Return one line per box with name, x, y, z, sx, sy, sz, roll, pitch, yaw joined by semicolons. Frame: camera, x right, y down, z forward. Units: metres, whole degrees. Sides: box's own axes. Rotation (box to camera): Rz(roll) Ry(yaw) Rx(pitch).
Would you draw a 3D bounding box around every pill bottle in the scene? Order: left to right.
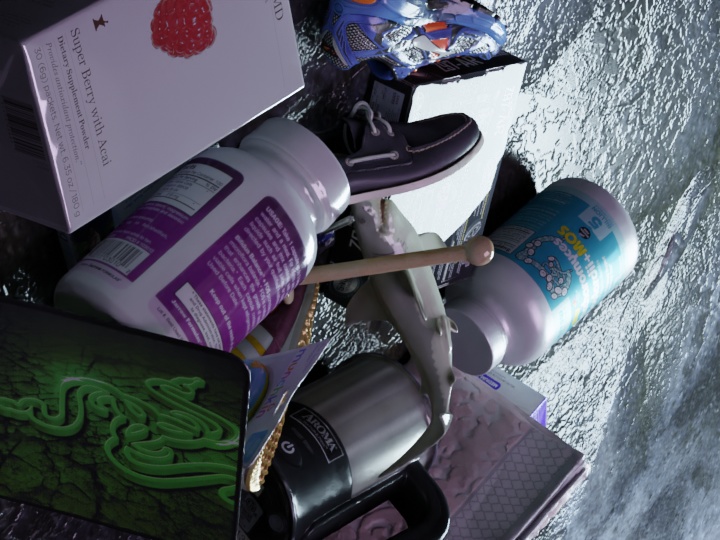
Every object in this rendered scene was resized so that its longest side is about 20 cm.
pill bottle;-0.100;-0.010;1.321;0.200;0.112;0.113;-44;145;-27
pill bottle;0.150;0.010;1.757;0.200;0.110;0.111;-39;143;-34

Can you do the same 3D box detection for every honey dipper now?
honey dipper;0.000;0.000;1.457;0.038;0.198;0.038;-7;90;-83

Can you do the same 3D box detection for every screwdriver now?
screwdriver;-0.021;-0.033;1.440;0.029;0.028;0.200;-62;-173;-12

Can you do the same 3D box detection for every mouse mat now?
mouse mat;-0.169;0.099;1.270;0.008;0.198;0.162;-62;161;-57

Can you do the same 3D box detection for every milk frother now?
milk frother;-0.050;0.193;1.601;0.188;0.181;0.200;-23;173;-46

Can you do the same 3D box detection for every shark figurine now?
shark figurine;0.027;0.047;1.535;0.128;0.089;0.216;4;70;-67

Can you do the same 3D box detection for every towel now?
towel;0.066;0.179;1.685;0.200;0.190;0.032;-46;155;-25

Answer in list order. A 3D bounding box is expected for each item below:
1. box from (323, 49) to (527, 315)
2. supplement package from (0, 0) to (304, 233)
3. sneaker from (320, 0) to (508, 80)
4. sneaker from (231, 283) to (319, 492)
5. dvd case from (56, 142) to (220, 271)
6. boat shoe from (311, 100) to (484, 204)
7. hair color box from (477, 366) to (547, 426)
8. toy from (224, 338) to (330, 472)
box;0.053;-0.075;1.606;0.160;0.043;0.201;-19;129;-50
supplement package;-0.147;-0.130;1.162;0.200;0.119;0.122;-36;129;-37
sneaker;0.035;-0.181;1.483;0.199;0.075;0.079;5;119;-49
sneaker;-0.091;0.068;1.481;0.075;0.089;0.201;100;6;-48
dvd case;-0.153;-0.082;1.313;0.143;0.017;0.201;-44;144;-30
boat shoe;0.004;-0.090;1.460;0.199;0.073;0.063;-20;114;-23
hair color box;0.065;0.168;1.750;0.200;0.109;0.065;-48;154;-23
toy;-0.120;0.091;1.353;0.047;0.199;0.115;46;53;-20
